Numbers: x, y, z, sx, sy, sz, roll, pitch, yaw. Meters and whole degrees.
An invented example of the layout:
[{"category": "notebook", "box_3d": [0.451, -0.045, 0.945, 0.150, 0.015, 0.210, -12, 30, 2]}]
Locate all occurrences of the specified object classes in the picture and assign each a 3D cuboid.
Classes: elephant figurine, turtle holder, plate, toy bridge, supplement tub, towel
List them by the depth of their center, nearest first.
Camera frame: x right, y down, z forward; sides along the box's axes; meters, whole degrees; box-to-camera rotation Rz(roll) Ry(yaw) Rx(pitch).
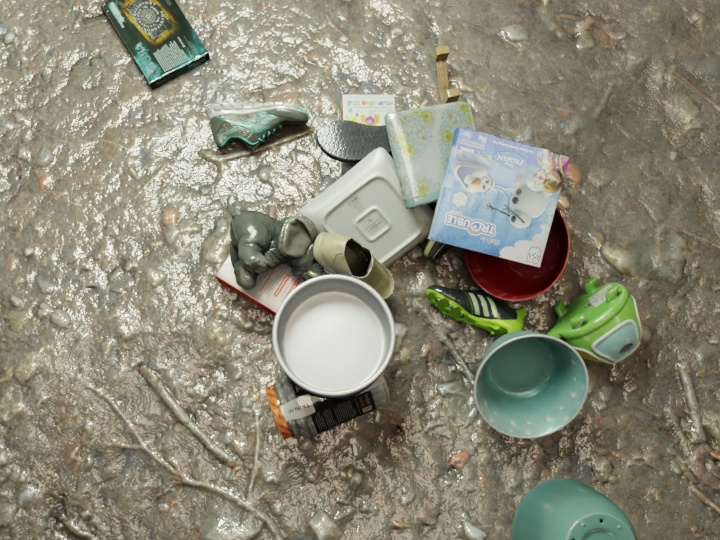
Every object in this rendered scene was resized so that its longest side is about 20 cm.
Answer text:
[{"category": "elephant figurine", "box_3d": [-0.125, -0.041, 1.196, 0.199, 0.155, 0.142, -8, 43, -19]}, {"category": "supplement tub", "box_3d": [-0.060, 0.216, 1.199, 0.200, 0.123, 0.123, -22, 81, -9]}, {"category": "towel", "box_3d": [0.142, -0.212, 1.232, 0.200, 0.048, 0.172, -17, 92, -33]}, {"category": "plate", "box_3d": [0.021, -0.090, 1.237, 0.199, 0.032, 0.200, -37, 113, 11]}, {"category": "turtle holder", "box_3d": [0.436, 0.113, 1.255, 0.185, 0.141, 0.132, -43, 101, -18]}, {"category": "toy bridge", "box_3d": [0.181, -0.343, 1.358, 0.027, 0.067, 0.201, -12, 82, -7]}]

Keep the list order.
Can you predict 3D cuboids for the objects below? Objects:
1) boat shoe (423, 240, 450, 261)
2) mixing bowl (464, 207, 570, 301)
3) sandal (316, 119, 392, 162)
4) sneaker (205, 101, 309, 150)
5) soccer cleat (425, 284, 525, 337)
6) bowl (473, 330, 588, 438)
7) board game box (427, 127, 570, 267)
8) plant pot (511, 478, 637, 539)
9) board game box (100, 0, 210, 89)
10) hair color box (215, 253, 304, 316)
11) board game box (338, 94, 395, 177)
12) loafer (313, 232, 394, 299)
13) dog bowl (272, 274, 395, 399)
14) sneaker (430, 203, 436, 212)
[{"category": "boat shoe", "box_3d": [0.197, -0.084, 1.237, 0.066, 0.072, 0.201, 45, 110, 12]}, {"category": "mixing bowl", "box_3d": [0.307, -0.041, 1.270, 0.200, 0.108, 0.201, -3, 85, 31]}, {"category": "sandal", "box_3d": [0.016, -0.231, 1.233, 0.200, 0.043, 0.076, -4, 80, -18]}, {"category": "sneaker", "box_3d": [-0.199, -0.280, 1.322, 0.199, 0.078, 0.091, -2, 95, -2]}, {"category": "soccer cleat", "box_3d": [0.219, 0.065, 1.288, 0.200, 0.068, 0.081, 25, 65, -4]}, {"category": "bowl", "box_3d": [0.296, 0.189, 1.224, 0.200, 0.105, 0.201, 0, 107, -1]}, {"category": "board game box", "box_3d": [0.238, -0.125, 1.172, 0.199, 0.043, 0.200, 14, 95, -2]}, {"category": "plant pot", "box_3d": [0.381, 0.471, 1.167, 0.200, 0.161, 0.201, 1, 79, -4]}, {"category": "board game box", "box_3d": [-0.411, -0.478, 1.355, 0.135, 0.028, 0.200, -31, 83, -10]}, {"category": "hair color box", "box_3d": [-0.157, 0.027, 1.259, 0.200, 0.061, 0.102, 32, 76, 2]}, {"category": "board game box", "box_3d": [0.015, -0.223, 1.302, 0.105, 0.103, 0.201, -1, 79, -6]}, {"category": "loafer", "box_3d": [0.000, 0.000, 1.190, 0.200, 0.068, 0.076, 35, 67, -41]}, {"category": "dog bowl", "box_3d": [-0.044, 0.112, 1.126, 0.199, 0.079, 0.201, 1, 74, -2]}, {"category": "sneaker", "box_3d": [0.173, -0.159, 1.320, 0.078, 0.070, 0.200, 20, 79, -8]}]
